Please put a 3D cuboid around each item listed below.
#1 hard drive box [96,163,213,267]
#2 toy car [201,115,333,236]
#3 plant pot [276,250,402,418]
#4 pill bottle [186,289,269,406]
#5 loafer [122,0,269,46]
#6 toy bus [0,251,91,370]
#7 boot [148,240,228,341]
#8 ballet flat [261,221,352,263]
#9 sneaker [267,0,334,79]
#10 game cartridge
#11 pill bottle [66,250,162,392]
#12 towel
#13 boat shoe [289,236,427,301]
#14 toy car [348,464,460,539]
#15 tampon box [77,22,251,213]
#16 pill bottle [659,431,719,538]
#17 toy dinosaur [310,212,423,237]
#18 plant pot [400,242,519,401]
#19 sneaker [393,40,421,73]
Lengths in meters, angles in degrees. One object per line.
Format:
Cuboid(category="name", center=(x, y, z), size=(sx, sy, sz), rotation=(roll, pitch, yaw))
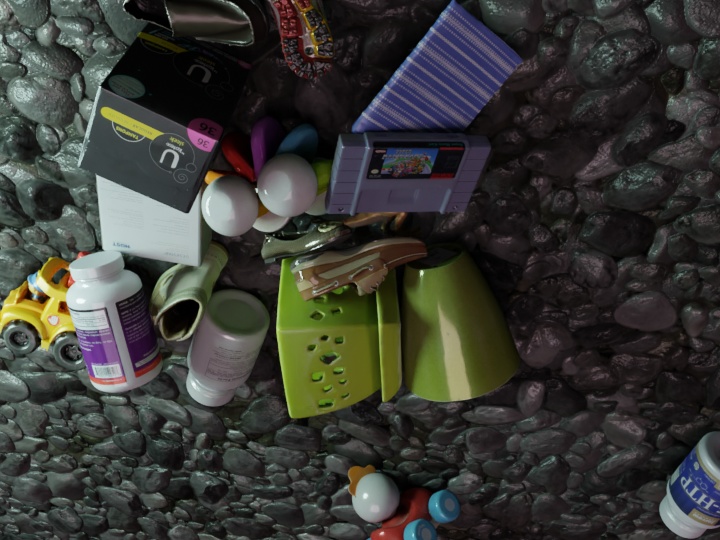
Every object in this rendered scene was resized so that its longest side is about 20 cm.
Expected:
Cuboid(category="hard drive box", center=(-0.303, -0.114, 1.185), size=(0.155, 0.077, 0.200), rotation=(10, 129, -1))
Cuboid(category="toy car", center=(-0.127, -0.137, 1.114), size=(0.199, 0.175, 0.150), rotation=(-17, 89, 20))
Cuboid(category="plant pot", center=(-0.028, 0.092, 1.252), size=(0.181, 0.200, 0.199), rotation=(-4, 129, 1))
Cuboid(category="pill bottle", center=(-0.233, 0.137, 1.360), size=(0.114, 0.115, 0.200), rotation=(19, 130, -9))
Cuboid(category="loafer", center=(-0.205, -0.310, 0.980), size=(0.199, 0.071, 0.073), rotation=(17, 142, 20))
Cuboid(category="toy bus", center=(-0.483, 0.045, 1.315), size=(0.199, 0.136, 0.192), rotation=(17, 116, -6))
Cuboid(category="boot", center=(-0.294, 0.058, 1.275), size=(0.072, 0.155, 0.200), rotation=(36, 123, -20))
Cuboid(category="ballet flat", center=(-0.084, -0.047, 1.150), size=(0.200, 0.067, 0.047), rotation=(-12, 93, 53))
Cuboid(category="sneaker", center=(-0.085, -0.337, 0.976), size=(0.078, 0.082, 0.201), rotation=(-12, 111, 0))
Cuboid(category="game cartridge", center=(0.060, -0.125, 1.044), size=(0.199, 0.038, 0.130), rotation=(-2, 147, -15))
Cuboid(category="pill bottle", center=(-0.378, 0.077, 1.218), size=(0.112, 0.113, 0.201), rotation=(-5, 110, 11))
Cuboid(category="towel", center=(0.095, -0.224, 1.006), size=(0.145, 0.024, 0.200), rotation=(23, 117, -40))
Cuboid(category="boat shoe", center=(0.000, 0.000, 1.164), size=(0.199, 0.076, 0.074), rotation=(-12, 84, -5))
Cuboid(category="toy car", center=(0.057, 0.462, 1.597), size=(0.200, 0.177, 0.184), rotation=(52, 136, 1))
Cuboid(category="tampon box", center=(-0.246, -0.202, 1.026), size=(0.149, 0.200, 0.126), rotation=(23, 129, -13))
Cuboid(category="pill bottle", center=(0.638, 0.402, 1.470), size=(0.119, 0.120, 0.200), rotation=(13, 130, -4))
Cuboid(category="toy dinosaur", center=(0.036, -0.089, 1.180), size=(0.200, 0.060, 0.106), rotation=(-30, 115, 5))
Cuboid(category="plant pot", center=(0.135, 0.066, 1.233), size=(0.186, 0.187, 0.201), rotation=(-10, 114, 15))
Cuboid(category="sneaker", center=(0.081, -0.215, 1.071), size=(0.092, 0.076, 0.200), rotation=(7, 130, -29))
